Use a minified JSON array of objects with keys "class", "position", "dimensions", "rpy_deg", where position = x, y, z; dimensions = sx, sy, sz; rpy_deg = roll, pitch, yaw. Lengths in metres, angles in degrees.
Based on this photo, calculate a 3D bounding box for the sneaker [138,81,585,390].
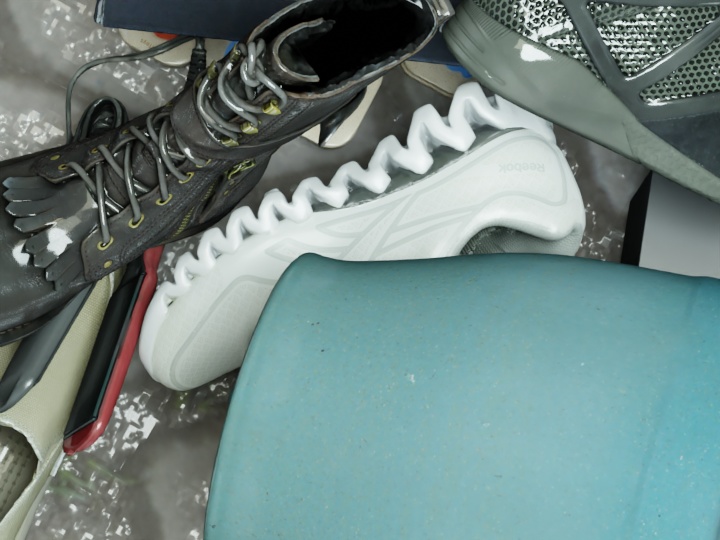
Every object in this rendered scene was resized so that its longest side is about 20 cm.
[{"class":"sneaker","position":[0.000,0.000,0.964],"dimensions":[0.199,0.075,0.081],"rpy_deg":[-30,69,6]}]

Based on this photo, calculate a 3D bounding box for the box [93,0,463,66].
[{"class":"box","position":[0.000,-0.199,0.965],"dimensions":[0.199,0.124,0.198],"rpy_deg":[6,112,-4]}]

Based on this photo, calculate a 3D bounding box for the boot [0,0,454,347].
[{"class":"boot","position":[-0.075,-0.049,0.898],"dimensions":[0.200,0.174,0.069],"rpy_deg":[-30,89,-37]}]

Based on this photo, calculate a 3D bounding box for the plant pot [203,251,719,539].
[{"class":"plant pot","position":[0.047,0.081,0.876],"dimensions":[0.187,0.200,0.201],"rpy_deg":[14,84,10]}]

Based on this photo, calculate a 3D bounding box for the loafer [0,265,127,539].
[{"class":"loafer","position":[-0.152,0.057,1.007],"dimensions":[0.075,0.068,0.201],"rpy_deg":[17,82,-3]}]

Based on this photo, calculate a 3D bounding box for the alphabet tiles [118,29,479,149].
[{"class":"alphabet tiles","position":[-0.016,-0.164,1.067],"dimensions":[0.199,0.015,0.196],"rpy_deg":[27,83,-2]}]

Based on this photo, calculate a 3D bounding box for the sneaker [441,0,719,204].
[{"class":"sneaker","position":[0.142,-0.093,0.923],"dimensions":[0.199,0.076,0.115],"rpy_deg":[25,112,-20]}]

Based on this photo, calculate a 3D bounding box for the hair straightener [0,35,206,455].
[{"class":"hair straightener","position":[-0.113,-0.025,0.992],"dimensions":[0.077,0.041,0.201],"rpy_deg":[30,62,-20]}]

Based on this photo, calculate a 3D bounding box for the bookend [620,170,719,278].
[{"class":"bookend","position":[0.108,0.043,1.020],"dimensions":[0.199,0.092,0.200],"rpy_deg":[9,80,0]}]
